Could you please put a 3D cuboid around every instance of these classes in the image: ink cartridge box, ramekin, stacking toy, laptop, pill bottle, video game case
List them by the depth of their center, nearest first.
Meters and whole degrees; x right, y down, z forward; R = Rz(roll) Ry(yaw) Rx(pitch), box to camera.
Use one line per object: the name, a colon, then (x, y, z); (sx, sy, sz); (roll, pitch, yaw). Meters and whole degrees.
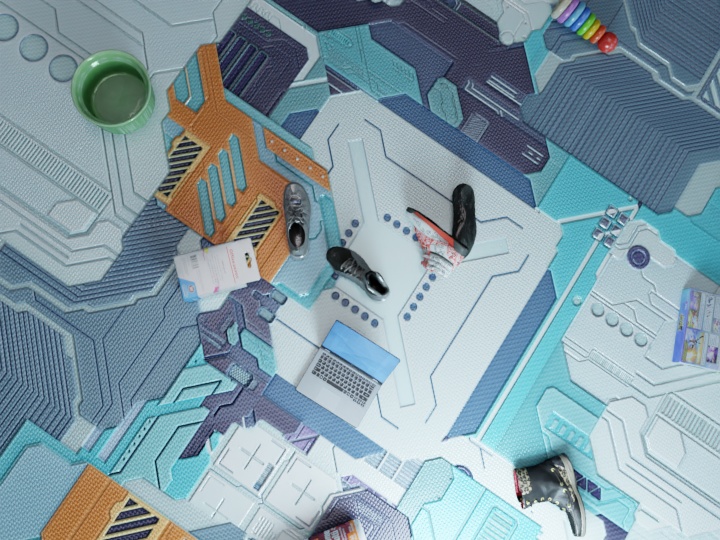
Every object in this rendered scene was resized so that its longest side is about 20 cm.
pill bottle: (-0.078, 0.684, 1.604); (0.198, 0.110, 0.111); (-20, 84, -6)
laptop: (-0.034, 0.259, 1.657); (0.186, 0.116, 0.201); (31, 82, 1)
ink cartridge box: (-0.358, -0.002, 1.692); (0.197, 0.068, 0.117); (-15, 84, -5)
ramekin: (-0.625, -0.450, 1.715); (0.197, 0.098, 0.203); (1, 82, -4)
video game case: (0.931, 0.164, 1.771); (0.179, 0.045, 0.203); (13, 82, -3)
stacking toy: (0.626, -0.677, 1.846); (0.199, 0.085, 0.086); (37, 82, -6)

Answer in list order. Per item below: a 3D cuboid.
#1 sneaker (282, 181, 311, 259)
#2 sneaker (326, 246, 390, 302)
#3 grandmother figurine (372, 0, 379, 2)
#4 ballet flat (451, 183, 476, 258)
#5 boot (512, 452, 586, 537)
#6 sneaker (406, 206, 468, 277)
sneaker: (-0.158, -0.133, 1.715); (0.074, 0.082, 0.203); (-8, 83, -5)
sneaker: (0.000, 0.000, 1.692); (0.199, 0.116, 0.075); (37, 82, 1)
grandmother figurine: (0.090, -0.811, 1.832); (0.121, 0.061, 0.200); (41, 79, 11)
ballet flat: (0.271, -0.129, 1.768); (0.066, 0.057, 0.203); (5, 89, -18)
boot: (0.472, 0.572, 1.674); (0.149, 0.073, 0.203); (-10, 80, -6)
sneaker: (0.173, -0.070, 1.737); (0.201, 0.067, 0.108); (39, 103, 16)
